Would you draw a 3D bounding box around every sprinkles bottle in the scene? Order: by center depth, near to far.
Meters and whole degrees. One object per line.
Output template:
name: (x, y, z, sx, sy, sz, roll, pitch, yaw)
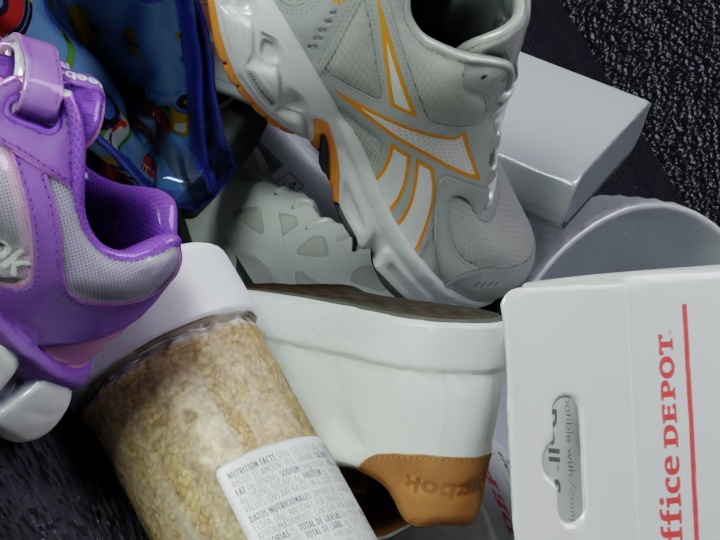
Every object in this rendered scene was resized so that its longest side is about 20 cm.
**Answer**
sprinkles bottle: (-0.028, 0.090, 0.829, 0.200, 0.068, 0.068, 61, 13, 15)

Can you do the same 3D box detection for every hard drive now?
hard drive: (0.007, -0.080, 1.059, 0.200, 0.026, 0.132, 23, 23, 11)

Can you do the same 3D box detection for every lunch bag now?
lunch bag: (-0.119, -0.104, 0.883, 0.151, 0.094, 0.200, 41, -13, 29)

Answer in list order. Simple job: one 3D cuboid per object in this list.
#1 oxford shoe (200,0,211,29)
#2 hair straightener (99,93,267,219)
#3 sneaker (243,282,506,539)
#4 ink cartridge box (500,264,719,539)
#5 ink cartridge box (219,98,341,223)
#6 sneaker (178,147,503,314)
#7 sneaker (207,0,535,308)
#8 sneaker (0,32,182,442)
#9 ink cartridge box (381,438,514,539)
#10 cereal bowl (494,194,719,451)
oxford shoe: (-0.029, -0.139, 1.016, 0.070, 0.075, 0.200, 47, 30, 10)
hair straightener: (-0.031, -0.062, 1.080, 0.077, 0.041, 0.200, 24, 23, 13)
sneaker: (-0.020, 0.047, 0.912, 0.200, 0.073, 0.085, 12, -79, 63)
ink cartridge box: (0.121, 0.056, 0.875, 0.067, 0.200, 0.117, -3, -91, 64)
ink cartridge box: (-0.063, -0.101, 1.234, 0.163, 0.057, 0.200, 44, 14, -47)
sneaker: (0.000, 0.000, 1.055, 0.076, 0.115, 0.201, 44, 18, -47)
sneaker: (0.028, -0.057, 0.906, 0.200, 0.092, 0.076, 49, 27, -46)
sneaker: (-0.123, -0.044, 0.753, 0.200, 0.088, 0.081, 49, 16, -30)
ink cartridge box: (0.058, 0.153, 0.973, 0.200, 0.086, 0.148, 47, 17, -47)
cereal bowl: (0.087, 0.063, 1.151, 0.083, 0.200, 0.200, 13, -26, 45)
